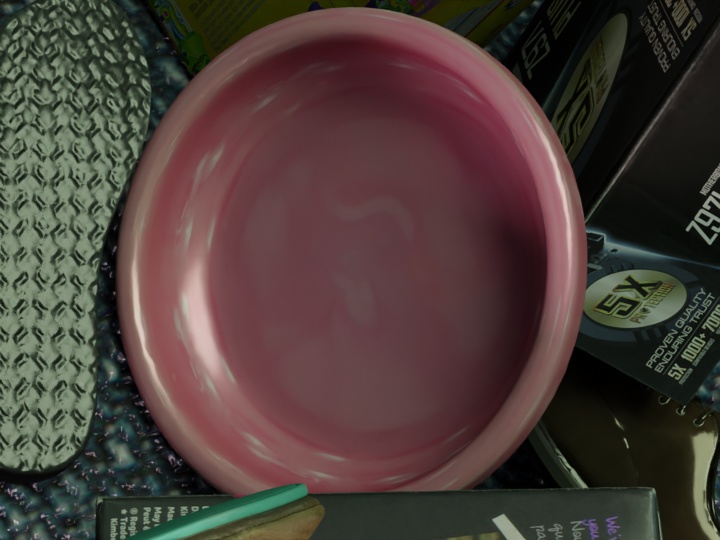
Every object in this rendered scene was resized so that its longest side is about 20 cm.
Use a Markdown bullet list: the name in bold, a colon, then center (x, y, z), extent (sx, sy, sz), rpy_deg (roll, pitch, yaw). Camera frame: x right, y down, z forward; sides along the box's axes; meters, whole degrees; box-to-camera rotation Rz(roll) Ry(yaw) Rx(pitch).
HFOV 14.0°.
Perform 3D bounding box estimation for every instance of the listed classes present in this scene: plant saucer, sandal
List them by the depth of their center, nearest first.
- **plant saucer**: center (0.000, 0.000, 1.142), extent (0.051, 0.200, 0.201), rpy_deg (8, 56, -62)
- **sandal**: center (-0.132, -0.015, 1.150), extent (0.075, 0.048, 0.202), rpy_deg (14, 71, -19)

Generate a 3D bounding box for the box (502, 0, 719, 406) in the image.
- **box**: center (0.130, -0.070, 1.215), extent (0.086, 0.164, 0.200), rpy_deg (28, 21, -17)

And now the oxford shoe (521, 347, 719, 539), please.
- **oxford shoe**: center (0.110, 0.066, 1.218), extent (0.201, 0.084, 0.073), rpy_deg (60, 8, 9)

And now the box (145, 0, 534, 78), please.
- **box**: center (-0.008, -0.182, 1.215), extent (0.122, 0.200, 0.193), rpy_deg (-26, 81, -39)

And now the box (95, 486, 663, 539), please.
- **box**: center (0.007, 0.149, 1.044), extent (0.199, 0.122, 0.107), rpy_deg (0, 61, -1)

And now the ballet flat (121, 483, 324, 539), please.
- **ballet flat**: center (-0.094, 0.123, 0.941), extent (0.199, 0.068, 0.073), rpy_deg (-11, 84, -35)
